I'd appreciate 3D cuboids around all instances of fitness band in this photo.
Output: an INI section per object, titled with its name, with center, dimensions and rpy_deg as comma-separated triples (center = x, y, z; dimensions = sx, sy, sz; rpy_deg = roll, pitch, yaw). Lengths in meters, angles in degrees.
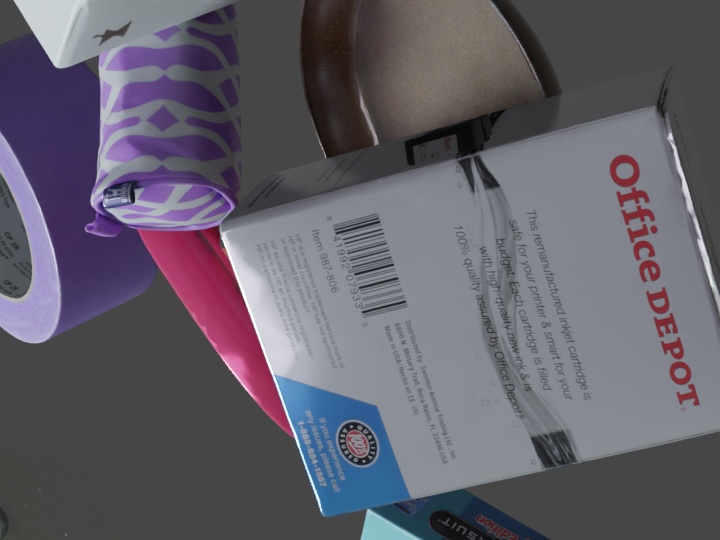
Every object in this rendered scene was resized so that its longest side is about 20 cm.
[fitness band]
center = -0.059, 0.024, 1.100
dimensions = 0.200, 0.037, 0.144
rpy_deg = 53, -172, 20

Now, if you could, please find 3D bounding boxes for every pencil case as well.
[pencil case]
center = -0.107, -0.115, 1.028
dimensions = 0.085, 0.084, 0.201
rpy_deg = -14, 66, 32

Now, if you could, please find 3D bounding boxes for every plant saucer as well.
[plant saucer]
center = 0.042, -0.077, 0.955
dimensions = 0.200, 0.032, 0.201
rpy_deg = 37, 141, 38

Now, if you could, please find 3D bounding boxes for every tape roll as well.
[tape roll]
center = -0.229, -0.057, 1.331
dimensions = 0.200, 0.085, 0.201
rpy_deg = 36, 140, 37

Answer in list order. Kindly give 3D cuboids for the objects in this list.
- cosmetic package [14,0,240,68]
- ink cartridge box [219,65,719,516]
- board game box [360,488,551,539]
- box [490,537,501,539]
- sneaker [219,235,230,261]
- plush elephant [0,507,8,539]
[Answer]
[cosmetic package]
center = -0.112, -0.241, 0.931
dimensions = 0.200, 0.165, 0.165
rpy_deg = 57, 150, 11
[ink cartridge box]
center = 0.060, 0.010, 0.842
dimensions = 0.199, 0.084, 0.145
rpy_deg = -14, 105, 18
[board game box]
center = 0.064, 0.217, 1.086
dimensions = 0.151, 0.047, 0.201
rpy_deg = 28, 139, 17
[box]
center = 0.116, 0.239, 1.001
dimensions = 0.200, 0.036, 0.143
rpy_deg = 35, 139, 2
[sneaker]
center = 0.000, 0.000, 0.980
dimensions = 0.200, 0.071, 0.098
rpy_deg = -11, 104, 61
[plush elephant]
center = -0.449, 0.216, 1.803
dimensions = 0.201, 0.154, 0.165
rpy_deg = 62, 149, 0
